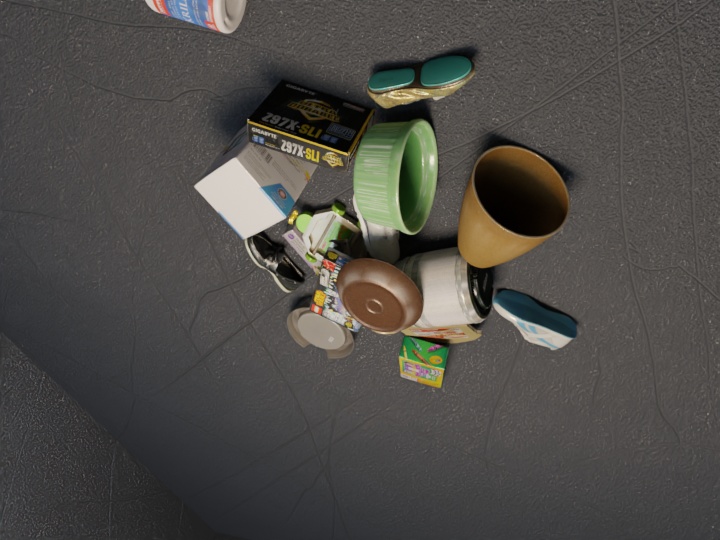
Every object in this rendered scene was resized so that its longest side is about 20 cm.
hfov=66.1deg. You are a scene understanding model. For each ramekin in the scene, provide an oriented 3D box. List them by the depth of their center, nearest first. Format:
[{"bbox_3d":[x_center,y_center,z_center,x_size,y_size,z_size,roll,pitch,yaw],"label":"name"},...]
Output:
[{"bbox_3d":[0.065,-0.175,1.019,0.095,0.202,0.203,9,137,26],"label":"ramekin"}]

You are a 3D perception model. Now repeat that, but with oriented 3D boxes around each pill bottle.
[{"bbox_3d":[-0.303,-0.488,0.942,0.195,0.114,0.114,18,138,7],"label":"pill bottle"}]

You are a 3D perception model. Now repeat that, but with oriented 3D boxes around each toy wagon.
[{"bbox_3d":[-0.072,-0.081,1.266,0.197,0.040,0.157,31,120,-6],"label":"toy wagon"}]

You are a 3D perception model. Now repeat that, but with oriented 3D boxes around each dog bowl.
[{"bbox_3d":[-0.101,0.153,1.518,0.194,0.059,0.203,14,137,13],"label":"dog bowl"}]

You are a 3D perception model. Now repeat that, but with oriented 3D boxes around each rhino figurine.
[{"bbox_3d":[0.000,0.000,1.246,0.199,0.060,0.087,42,119,-19],"label":"rhino figurine"}]

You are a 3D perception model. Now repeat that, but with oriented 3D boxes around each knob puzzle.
[{"bbox_3d":[0.198,0.143,1.339,0.212,0.031,0.220,4,162,1],"label":"knob puzzle"}]

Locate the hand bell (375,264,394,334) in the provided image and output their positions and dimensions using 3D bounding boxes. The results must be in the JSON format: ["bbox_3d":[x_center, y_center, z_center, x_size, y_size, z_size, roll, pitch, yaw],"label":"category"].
[{"bbox_3d":[0.064,0.039,1.327,0.101,0.105,0.205,10,123,15],"label":"hand bell"}]

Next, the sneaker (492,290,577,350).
[{"bbox_3d":[0.380,0.117,1.243,0.196,0.077,0.081,28,140,0],"label":"sneaker"}]

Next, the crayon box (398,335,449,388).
[{"bbox_3d":[0.163,0.240,1.430,0.115,0.060,0.201,14,157,12],"label":"crayon box"}]

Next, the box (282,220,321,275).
[{"bbox_3d":[-0.109,-0.033,1.352,0.038,0.042,0.201,-19,121,38],"label":"box"}]

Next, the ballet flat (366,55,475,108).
[{"bbox_3d":[0.107,-0.320,0.956,0.194,0.072,0.072,-1,132,25],"label":"ballet flat"}]

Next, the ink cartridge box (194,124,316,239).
[{"bbox_3d":[-0.198,-0.201,1.109,0.144,0.203,0.147,-19,123,39],"label":"ink cartridge box"}]

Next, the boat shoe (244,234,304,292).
[{"bbox_3d":[-0.208,-0.025,1.383,0.065,0.075,0.201,-13,126,32],"label":"boat shoe"}]

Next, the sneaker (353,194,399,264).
[{"bbox_3d":[0.051,-0.091,1.183,0.079,0.077,0.203,6,136,36],"label":"sneaker"}]

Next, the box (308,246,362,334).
[{"bbox_3d":[-0.035,0.050,1.237,0.134,0.040,0.202,25,140,4],"label":"box"}]

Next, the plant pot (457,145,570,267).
[{"bbox_3d":[0.260,-0.092,1.035,0.182,0.190,0.201,23,150,1],"label":"plant pot"}]

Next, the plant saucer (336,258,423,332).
[{"bbox_3d":[0.033,0.065,1.152,0.195,0.037,0.204,16,137,15],"label":"plant saucer"}]

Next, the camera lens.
[{"bbox_3d":[0.178,0.037,1.194,0.195,0.162,0.162,-9,129,32],"label":"camera lens"}]

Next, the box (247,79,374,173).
[{"bbox_3d":[-0.089,-0.269,1.021,0.195,0.162,0.050,19,139,7],"label":"box"}]
